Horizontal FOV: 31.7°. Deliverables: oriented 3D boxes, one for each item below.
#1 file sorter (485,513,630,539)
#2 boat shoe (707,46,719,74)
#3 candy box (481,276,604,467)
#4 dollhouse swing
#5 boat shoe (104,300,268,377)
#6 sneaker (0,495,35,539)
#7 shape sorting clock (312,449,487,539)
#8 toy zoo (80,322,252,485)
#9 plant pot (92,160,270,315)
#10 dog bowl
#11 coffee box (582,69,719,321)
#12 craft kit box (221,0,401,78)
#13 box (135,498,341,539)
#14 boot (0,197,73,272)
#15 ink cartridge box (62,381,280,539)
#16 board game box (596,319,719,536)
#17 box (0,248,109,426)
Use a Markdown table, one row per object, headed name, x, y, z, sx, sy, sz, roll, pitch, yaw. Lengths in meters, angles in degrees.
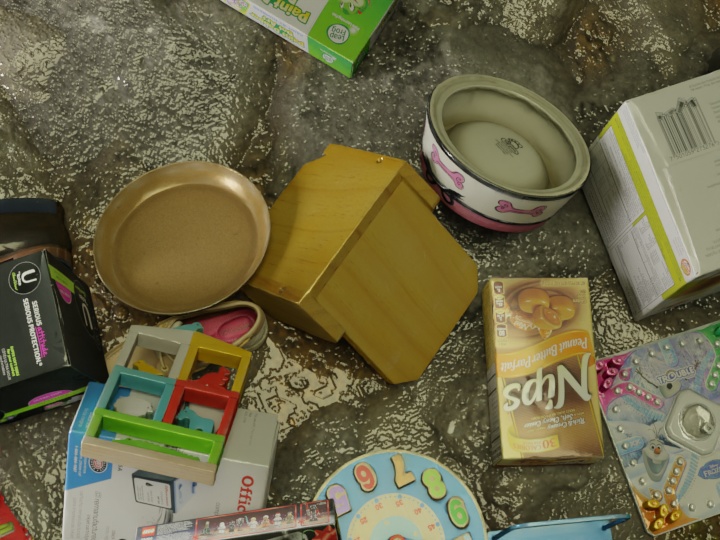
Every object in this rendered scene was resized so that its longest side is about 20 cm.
| name | x | y | z | sx | sy | sz | roll | pitch | yaw |
| --- | --- | --- | --- | --- | --- | --- | --- | --- | --- |
| file sorter | 0.216 | 0.354 | 1.285 | 0.136 | 0.123 | 0.203 | -4 | 72 | -7 |
| boat shoe | 0.477 | -0.176 | 1.514 | 0.073 | 0.076 | 0.203 | -15 | 82 | -16 |
| candy box | 0.198 | 0.111 | 1.396 | 0.113 | 0.055 | 0.203 | 0 | 72 | -6 |
| dollhouse swing | 0.000 | 0.000 | 1.424 | 0.180 | 0.176 | 0.201 | 18 | 65 | 45 |
| boat shoe | -0.193 | 0.078 | 1.360 | 0.197 | 0.069 | 0.075 | -23 | 76 | -13 |
| sneaker | -0.366 | 0.271 | 1.288 | 0.083 | 0.077 | 0.204 | 0 | 78 | -17 |
| shape sorting clock | 0.037 | 0.287 | 1.332 | 0.196 | 0.039 | 0.204 | 2 | 72 | -6 |
| toy zoo | -0.183 | 0.118 | 1.246 | 0.129 | 0.021 | 0.201 | 13 | 38 | 1 |
| plant pot | -0.194 | -0.032 | 1.393 | 0.196 | 0.028 | 0.203 | -4 | 56 | 5 |
| dog bowl | 0.154 | -0.127 | 1.424 | 0.197 | 0.074 | 0.202 | 14 | 43 | -13 |
| coffee box | 0.382 | -0.087 | 1.404 | 0.197 | 0.198 | 0.203 | -17 | 76 | -12 |
| craft kit box | -0.044 | -0.364 | 1.534 | 0.198 | 0.049 | 0.199 | 30 | 74 | 5 |
| box | -0.111 | 0.301 | 1.250 | 0.196 | 0.139 | 0.040 | -9 | 31 | 2 |
| boot | -0.410 | -0.021 | 1.384 | 0.196 | 0.075 | 0.098 | -6 | 52 | -4 |
| ink cartridge box | -0.190 | 0.208 | 1.272 | 0.196 | 0.148 | 0.086 | 11 | 30 | -1 |
| board game box | 0.375 | 0.168 | 1.412 | 0.197 | 0.026 | 0.203 | -16 | 75 | -10 |
| box | -0.373 | 0.082 | 1.283 | 0.197 | 0.149 | 0.126 | -17 | 74 | 2 |
